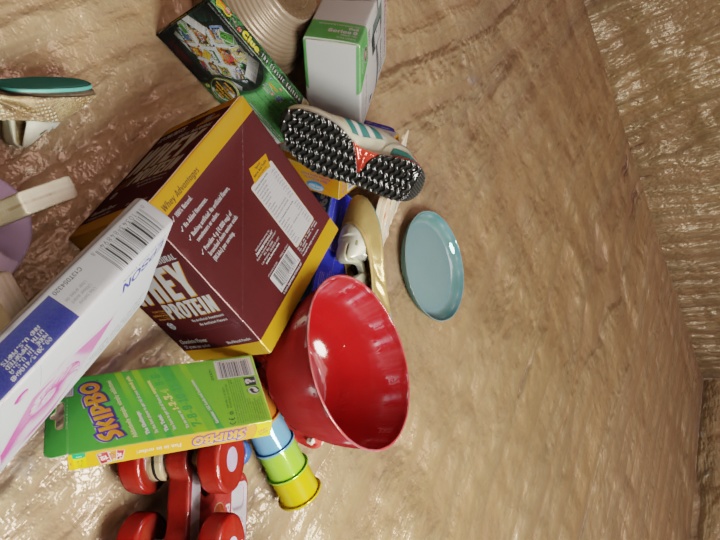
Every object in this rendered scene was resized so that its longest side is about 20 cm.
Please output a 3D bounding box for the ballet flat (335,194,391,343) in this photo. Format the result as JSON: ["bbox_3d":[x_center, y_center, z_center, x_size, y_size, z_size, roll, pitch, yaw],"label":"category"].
[{"bbox_3d":[0.000,0.000,0.846,0.063,0.068,0.203,-10,88,-39],"label":"ballet flat"}]

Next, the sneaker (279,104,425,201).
[{"bbox_3d":[-0.011,-0.158,0.829,0.198,0.071,0.094,22,26,-11],"label":"sneaker"}]

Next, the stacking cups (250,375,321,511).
[{"bbox_3d":[-0.115,0.194,0.775,0.061,0.060,0.202,-44,116,-47],"label":"stacking cups"}]

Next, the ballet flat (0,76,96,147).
[{"bbox_3d":[-0.336,-0.144,0.582,0.199,0.070,0.066,-17,122,-50],"label":"ballet flat"}]

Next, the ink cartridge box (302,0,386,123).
[{"bbox_3d":[-0.018,-0.328,0.946,0.147,0.083,0.202,89,13,-51],"label":"ink cartridge box"}]

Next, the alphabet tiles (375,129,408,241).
[{"bbox_3d":[0.047,-0.108,0.988,0.201,0.014,0.197,-66,169,-55],"label":"alphabet tiles"}]

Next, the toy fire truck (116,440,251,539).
[{"bbox_3d":[-0.165,0.238,0.681,0.168,0.111,0.203,45,41,-72],"label":"toy fire truck"}]

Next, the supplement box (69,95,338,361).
[{"bbox_3d":[-0.161,-0.042,0.713,0.201,0.132,0.198,53,45,-30],"label":"supplement box"}]

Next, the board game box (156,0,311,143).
[{"bbox_3d":[-0.148,-0.240,0.803,0.200,0.104,0.024,46,45,-36],"label":"board game box"}]

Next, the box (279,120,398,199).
[{"bbox_3d":[-0.030,-0.172,0.927,0.200,0.118,0.042,-42,146,-49],"label":"box"}]

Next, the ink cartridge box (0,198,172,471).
[{"bbox_3d":[-0.243,0.063,0.533,0.043,0.200,0.197,33,50,-4],"label":"ink cartridge box"}]

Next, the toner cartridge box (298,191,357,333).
[{"bbox_3d":[-0.040,-0.008,0.883,0.095,0.043,0.202,36,54,-41],"label":"toner cartridge box"}]

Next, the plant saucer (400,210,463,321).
[{"bbox_3d":[0.129,-0.007,1.168,0.199,0.027,0.203,15,70,-49],"label":"plant saucer"}]

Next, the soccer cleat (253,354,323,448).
[{"bbox_3d":[-0.092,0.138,0.816,0.085,0.068,0.201,-48,115,-45],"label":"soccer cleat"}]

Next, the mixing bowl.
[{"bbox_3d":[-0.038,0.118,0.751,0.200,0.108,0.202,35,44,-43],"label":"mixing bowl"}]

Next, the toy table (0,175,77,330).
[{"bbox_3d":[-0.332,-0.025,0.502,0.185,0.116,0.200,61,40,-23],"label":"toy table"}]

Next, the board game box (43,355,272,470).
[{"bbox_3d":[-0.192,0.132,0.612,0.198,0.096,0.030,-2,125,-23],"label":"board game box"}]

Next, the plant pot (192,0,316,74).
[{"bbox_3d":[-0.125,-0.372,0.875,0.200,0.092,0.204,15,70,-50],"label":"plant pot"}]
